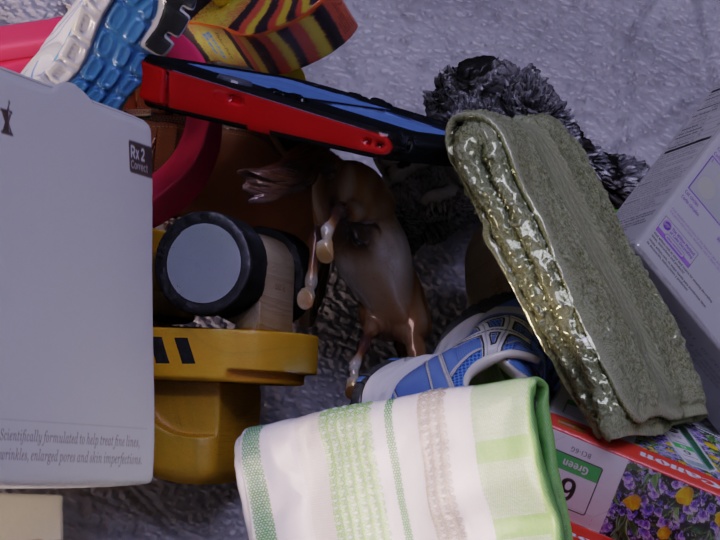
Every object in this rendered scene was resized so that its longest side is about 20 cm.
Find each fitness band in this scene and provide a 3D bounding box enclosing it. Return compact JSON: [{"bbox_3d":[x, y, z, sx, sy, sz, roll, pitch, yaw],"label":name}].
[{"bbox_3d":[-0.180,-0.082,1.521,0.200,0.037,0.144,-6,64,11],"label":"fitness band"}]

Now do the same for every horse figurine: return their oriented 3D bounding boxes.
[{"bbox_3d":[0.000,0.000,1.426,0.050,0.200,0.133,-15,32,21],"label":"horse figurine"}]

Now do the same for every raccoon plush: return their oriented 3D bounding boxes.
[{"bbox_3d":[0.102,-0.050,1.570,0.200,0.097,0.134,14,48,-1],"label":"raccoon plush"}]

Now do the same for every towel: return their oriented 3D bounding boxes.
[{"bbox_3d":[0.021,0.138,1.288,0.031,0.200,0.149,-7,84,-50],"label":"towel"},{"bbox_3d":[0.122,0.000,1.394,0.200,0.036,0.148,63,23,10],"label":"towel"}]

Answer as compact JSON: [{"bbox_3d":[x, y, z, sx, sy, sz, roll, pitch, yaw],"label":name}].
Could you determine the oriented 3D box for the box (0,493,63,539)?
[{"bbox_3d":[-0.253,0.166,1.290,0.200,0.095,0.078,2,49,-10],"label":"box"}]

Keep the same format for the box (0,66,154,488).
[{"bbox_3d":[-0.199,0.010,1.268,0.131,0.199,0.200,-3,84,18],"label":"box"}]

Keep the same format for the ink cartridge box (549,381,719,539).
[{"bbox_3d":[0.142,0.114,1.362,0.109,0.050,0.200,22,12,6],"label":"ink cartridge box"}]

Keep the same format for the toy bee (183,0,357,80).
[{"bbox_3d":[-0.086,-0.155,1.629,0.109,0.200,0.131,-41,102,-9],"label":"toy bee"}]

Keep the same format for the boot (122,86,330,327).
[{"bbox_3d":[-0.094,-0.042,1.536,0.155,0.074,0.200,5,38,-9],"label":"boot"}]

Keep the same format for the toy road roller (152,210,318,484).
[{"bbox_3d":[-0.122,0.044,1.411,0.200,0.123,0.146,1,85,17],"label":"toy road roller"}]

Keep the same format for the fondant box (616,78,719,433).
[{"bbox_3d":[0.240,-0.021,1.542,0.144,0.058,0.200,49,58,-14],"label":"fondant box"}]

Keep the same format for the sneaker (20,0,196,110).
[{"bbox_3d":[-0.163,-0.109,1.478,0.075,0.200,0.087,39,8,-11],"label":"sneaker"}]

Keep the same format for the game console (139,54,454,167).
[{"bbox_3d":[-0.012,-0.088,1.443,0.177,0.031,0.200,14,6,28],"label":"game console"}]

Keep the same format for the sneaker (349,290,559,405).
[{"bbox_3d":[0.077,0.064,1.403,0.077,0.076,0.200,-1,19,35],"label":"sneaker"}]

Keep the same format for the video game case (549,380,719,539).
[{"bbox_3d":[0.122,0.145,1.449,0.182,0.023,0.200,-4,51,-18],"label":"video game case"}]

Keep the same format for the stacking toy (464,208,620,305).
[{"bbox_3d":[0.166,-0.009,1.563,0.200,0.085,0.085,-13,53,-29],"label":"stacking toy"}]
